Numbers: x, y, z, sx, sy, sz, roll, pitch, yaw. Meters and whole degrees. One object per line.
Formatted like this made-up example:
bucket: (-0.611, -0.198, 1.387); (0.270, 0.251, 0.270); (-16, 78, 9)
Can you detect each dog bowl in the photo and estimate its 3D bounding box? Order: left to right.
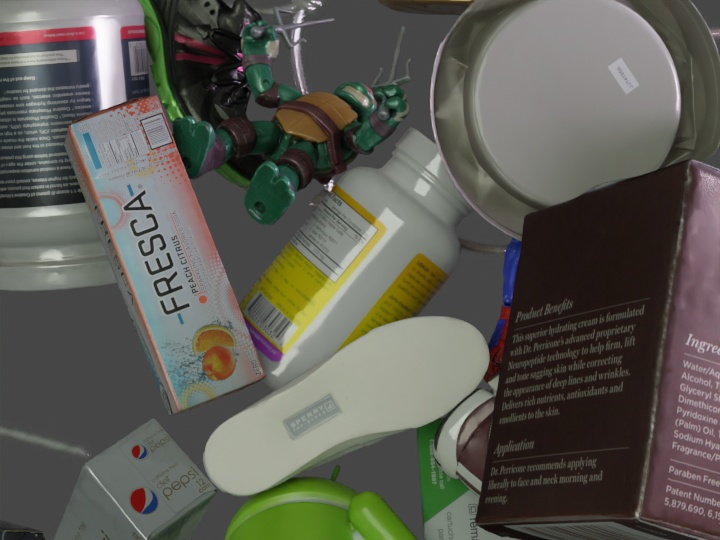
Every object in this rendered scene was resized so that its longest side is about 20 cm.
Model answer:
dog bowl: (0.139, -0.111, 1.126); (0.199, 0.059, 0.201); (0, 90, -8)

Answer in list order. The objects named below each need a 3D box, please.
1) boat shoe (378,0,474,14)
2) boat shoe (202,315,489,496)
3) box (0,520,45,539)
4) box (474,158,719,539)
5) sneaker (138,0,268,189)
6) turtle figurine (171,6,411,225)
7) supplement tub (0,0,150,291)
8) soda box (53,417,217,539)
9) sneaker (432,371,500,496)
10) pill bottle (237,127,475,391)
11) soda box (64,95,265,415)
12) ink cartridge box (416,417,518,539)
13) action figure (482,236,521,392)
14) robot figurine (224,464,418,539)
boat shoe: (0.111, -0.218, 1.198); (0.199, 0.074, 0.070); (3, 90, 5)
boat shoe: (-0.008, 0.090, 1.117); (0.200, 0.069, 0.072); (-32, 89, 0)
box: (-0.318, 0.270, 1.220); (0.161, 0.049, 0.201); (6, 83, 35)
box: (0.188, 0.068, 0.976); (0.164, 0.166, 0.201); (18, 74, -24)
sneaker: (-0.107, -0.155, 1.239); (0.083, 0.077, 0.201); (-22, 81, 12)
turtle figurine: (-0.034, -0.107, 1.175); (0.149, 0.200, 0.101); (16, 126, 28)
supplement tub: (-0.216, -0.094, 1.205); (0.140, 0.140, 0.201); (-2, 98, 11)
soda box: (-0.164, 0.185, 1.154); (0.064, 0.200, 0.068); (-33, 73, -36)
sneaker: (0.152, 0.089, 1.085); (0.200, 0.076, 0.116); (-44, 62, -2)
pill bottle: (0.000, 0.000, 1.185); (0.104, 0.104, 0.200); (40, 92, 13)
soda box: (-0.130, -0.009, 1.109); (0.063, 0.068, 0.201); (-20, 88, -14)
ink cartridge box: (0.145, 0.167, 1.128); (0.199, 0.083, 0.147); (-9, 62, 10)
action figure: (0.113, 0.010, 1.168); (0.065, 0.099, 0.201); (14, 89, 13)
robot figurine: (-0.036, 0.217, 1.096); (0.115, 0.200, 0.175); (33, 119, -22)
